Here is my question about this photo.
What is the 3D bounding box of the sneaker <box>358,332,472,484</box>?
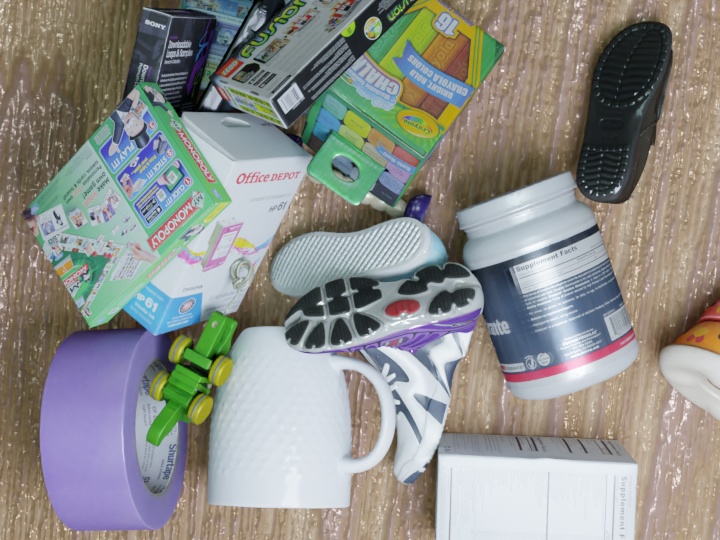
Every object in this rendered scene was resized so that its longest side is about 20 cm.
[{"bbox_3d":[0.035,0.112,1.100,0.128,0.079,0.201,18,94,4],"label":"sneaker"}]

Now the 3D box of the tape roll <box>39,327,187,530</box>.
[{"bbox_3d":[-0.243,0.160,1.058,0.084,0.200,0.203,-2,93,7],"label":"tape roll"}]

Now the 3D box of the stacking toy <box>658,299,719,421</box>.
[{"bbox_3d":[0.409,0.050,1.068,0.145,0.146,0.201,32,76,1],"label":"stacking toy"}]

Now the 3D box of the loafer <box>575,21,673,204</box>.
[{"bbox_3d":[0.274,-0.159,1.080,0.072,0.071,0.202,17,83,33],"label":"loafer"}]

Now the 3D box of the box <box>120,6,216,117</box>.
[{"bbox_3d":[-0.203,-0.162,1.050,0.036,0.143,0.202,20,105,4],"label":"box"}]

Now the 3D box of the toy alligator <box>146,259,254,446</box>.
[{"bbox_3d":[-0.152,0.085,1.043,0.059,0.054,0.201,25,80,14],"label":"toy alligator"}]

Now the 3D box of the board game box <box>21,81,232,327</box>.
[{"bbox_3d":[-0.223,-0.058,0.975,0.200,0.029,0.135,-39,80,28],"label":"board game box"}]

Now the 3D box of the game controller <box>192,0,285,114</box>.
[{"bbox_3d":[-0.135,-0.197,1.056,0.042,0.104,0.201,29,100,-16],"label":"game controller"}]

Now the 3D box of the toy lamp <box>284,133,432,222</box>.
[{"bbox_3d":[-0.024,-0.094,1.102,0.198,0.058,0.059,21,95,1],"label":"toy lamp"}]

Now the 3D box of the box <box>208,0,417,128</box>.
[{"bbox_3d":[-0.038,-0.222,0.973,0.200,0.110,0.035,-46,131,-15],"label":"box"}]

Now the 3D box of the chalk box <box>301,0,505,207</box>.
[{"bbox_3d":[0.027,-0.158,1.023,0.124,0.124,0.201,35,66,0],"label":"chalk box"}]

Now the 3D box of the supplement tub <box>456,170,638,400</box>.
[{"bbox_3d":[0.186,0.015,1.053,0.139,0.140,0.202,-20,92,5],"label":"supplement tub"}]

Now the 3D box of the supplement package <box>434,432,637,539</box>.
[{"bbox_3d":[0.177,0.237,1.082,0.197,0.110,0.115,2,94,4],"label":"supplement package"}]

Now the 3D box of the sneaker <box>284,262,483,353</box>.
[{"bbox_3d":[0.025,0.057,1.025,0.197,0.084,0.081,-8,48,0],"label":"sneaker"}]

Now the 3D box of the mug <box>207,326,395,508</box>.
[{"bbox_3d":[-0.057,0.149,1.065,0.198,0.147,0.178,-3,79,24],"label":"mug"}]

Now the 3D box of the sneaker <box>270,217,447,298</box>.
[{"bbox_3d":[0.000,0.000,1.095,0.198,0.082,0.075,-7,66,32],"label":"sneaker"}]

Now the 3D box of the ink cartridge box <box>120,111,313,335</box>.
[{"bbox_3d":[-0.151,-0.050,1.037,0.084,0.144,0.201,35,113,19],"label":"ink cartridge box"}]

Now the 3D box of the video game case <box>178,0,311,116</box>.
[{"bbox_3d":[-0.095,-0.269,1.114,0.198,0.022,0.184,14,94,2],"label":"video game case"}]
